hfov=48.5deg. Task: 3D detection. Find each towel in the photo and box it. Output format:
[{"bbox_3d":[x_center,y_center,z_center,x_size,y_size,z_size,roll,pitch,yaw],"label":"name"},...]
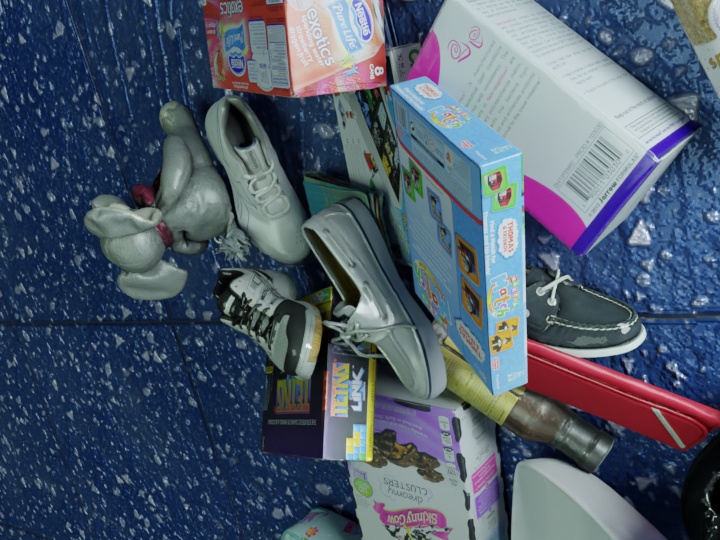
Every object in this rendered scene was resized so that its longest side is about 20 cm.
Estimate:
[{"bbox_3d":[0.000,0.000,0.827,0.146,0.022,0.201,25,135,56],"label":"towel"}]

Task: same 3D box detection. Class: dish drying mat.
[{"bbox_3d":[0.198,0.104,0.683,0.199,0.018,0.077,21,152,4],"label":"dish drying mat"}]

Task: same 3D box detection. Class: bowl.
[{"bbox_3d":[0.220,0.286,0.734,0.200,0.074,0.201,-140,43,-64],"label":"bowl"}]

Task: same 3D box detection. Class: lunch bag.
[{"bbox_3d":[-0.013,0.407,1.028,0.199,0.077,0.162,15,120,35],"label":"lunch bag"}]

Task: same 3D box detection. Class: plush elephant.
[{"bbox_3d":[-0.228,-0.058,0.891,0.200,0.154,0.165,55,155,37],"label":"plush elephant"}]

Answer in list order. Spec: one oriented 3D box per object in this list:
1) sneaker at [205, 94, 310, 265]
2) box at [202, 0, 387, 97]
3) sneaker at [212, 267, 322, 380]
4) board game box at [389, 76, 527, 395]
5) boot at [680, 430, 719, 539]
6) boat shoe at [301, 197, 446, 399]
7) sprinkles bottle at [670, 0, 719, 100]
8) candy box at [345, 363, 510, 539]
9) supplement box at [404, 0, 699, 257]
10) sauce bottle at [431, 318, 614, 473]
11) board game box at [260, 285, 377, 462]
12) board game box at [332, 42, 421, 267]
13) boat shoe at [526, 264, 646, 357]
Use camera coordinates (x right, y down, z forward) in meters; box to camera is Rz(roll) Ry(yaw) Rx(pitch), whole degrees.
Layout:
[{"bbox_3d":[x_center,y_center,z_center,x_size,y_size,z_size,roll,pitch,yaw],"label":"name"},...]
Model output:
[{"bbox_3d":[-0.112,-0.097,0.860,0.201,0.074,0.087,62,171,-3],"label":"sneaker"},{"bbox_3d":[-0.065,-0.215,0.723,0.200,0.095,0.100,25,123,57],"label":"box"},{"bbox_3d":[-0.100,0.051,0.805,0.200,0.087,0.076,39,114,63],"label":"sneaker"},{"bbox_3d":[0.075,-0.027,0.613,0.151,0.036,0.201,-124,21,-52],"label":"board game box"},{"bbox_3d":[0.285,0.187,0.604,0.076,0.168,0.201,25,125,22],"label":"boot"},{"bbox_3d":[0.002,0.038,0.730,0.203,0.086,0.075,64,153,-1],"label":"boat shoe"},{"bbox_3d":[0.254,-0.171,0.538,0.068,0.068,0.201,-26,92,44],"label":"sprinkles bottle"},{"bbox_3d":[0.067,0.214,0.873,0.167,0.071,0.201,4,111,40],"label":"candy box"},{"bbox_3d":[0.143,-0.125,0.630,0.200,0.103,0.101,44,133,15],"label":"supplement box"},{"bbox_3d":[0.145,0.119,0.764,0.200,0.065,0.065,36,129,15],"label":"sauce bottle"},{"bbox_3d":[-0.049,0.113,0.846,0.200,0.056,0.167,157,119,-64],"label":"board game box"},{"bbox_3d":[0.028,-0.106,0.755,0.126,0.034,0.201,18,123,59],"label":"board game box"},{"bbox_3d":[0.153,0.026,0.711,0.199,0.076,0.061,8,121,37],"label":"boat shoe"}]
